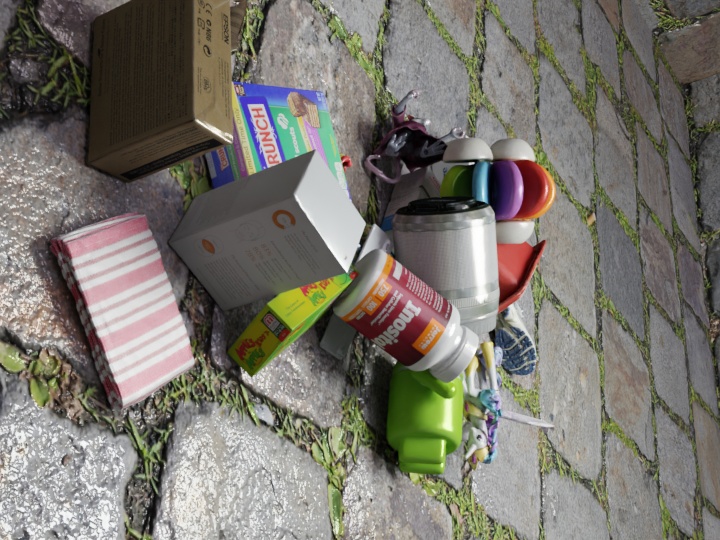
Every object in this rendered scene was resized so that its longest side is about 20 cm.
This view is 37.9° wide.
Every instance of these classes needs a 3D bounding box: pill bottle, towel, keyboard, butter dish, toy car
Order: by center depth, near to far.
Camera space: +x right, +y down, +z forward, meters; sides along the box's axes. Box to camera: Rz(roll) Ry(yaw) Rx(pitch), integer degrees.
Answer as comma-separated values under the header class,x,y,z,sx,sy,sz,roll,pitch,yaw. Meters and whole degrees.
class,x,y,z,sx,sy,sz,roll,pitch,yaw
towel,-0.264,0.042,1.186,0.146,0.030,0.202,-29,103,-59
pill bottle,0.068,0.069,1.496,0.199,0.113,0.113,36,42,-13
keyboard,-0.004,0.031,1.550,0.056,0.011,0.202,36,71,-41
toy car,0.231,-0.130,1.722,0.198,0.150,0.177,-2,93,-29
butter dish,0.206,-0.005,1.846,0.148,0.199,0.200,48,35,-7

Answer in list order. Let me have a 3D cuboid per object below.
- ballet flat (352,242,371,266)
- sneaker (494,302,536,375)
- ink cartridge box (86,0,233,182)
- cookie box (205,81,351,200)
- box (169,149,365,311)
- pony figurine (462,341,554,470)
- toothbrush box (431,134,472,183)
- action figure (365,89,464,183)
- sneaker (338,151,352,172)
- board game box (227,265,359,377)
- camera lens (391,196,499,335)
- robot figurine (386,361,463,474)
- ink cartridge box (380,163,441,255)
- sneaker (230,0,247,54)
class,x,y,z,sx,sy,sz,roll,pitch,yaw
ballet flat,0.000,0.000,1.598,0.199,0.074,0.075,23,56,-51
sneaker,0.291,0.104,2.020,0.202,0.076,0.085,67,27,-12
ink cartridge box,-0.234,-0.224,1.227,0.075,0.163,0.202,27,54,-53
cookie box,-0.119,-0.163,1.446,0.199,0.075,0.173,-6,78,-51
box,-0.114,-0.047,1.301,0.125,0.199,0.098,55,35,-28
pony figurine,0.209,0.224,1.737,0.192,0.165,0.202,7,69,-54
toothbrush box,0.223,-0.150,2.020,0.199,0.085,0.148,25,55,-50
action figure,0.094,-0.223,1.835,0.134,0.149,0.200,39,13,-14
sneaker,-0.054,-0.166,1.573,0.077,0.084,0.202,3,73,-59
board game box,-0.085,0.054,1.388,0.048,0.102,0.200,43,32,4
camera lens,0.132,-0.009,1.616,0.160,0.159,0.202,-22,109,-59
robot figurine,0.100,0.207,1.608,0.176,0.114,0.202,79,14,-58
ink cartridge box,0.107,-0.097,1.820,0.116,0.067,0.201,54,35,-30
sneaker,-0.197,-0.342,1.463,0.076,0.070,0.201,71,28,-43
